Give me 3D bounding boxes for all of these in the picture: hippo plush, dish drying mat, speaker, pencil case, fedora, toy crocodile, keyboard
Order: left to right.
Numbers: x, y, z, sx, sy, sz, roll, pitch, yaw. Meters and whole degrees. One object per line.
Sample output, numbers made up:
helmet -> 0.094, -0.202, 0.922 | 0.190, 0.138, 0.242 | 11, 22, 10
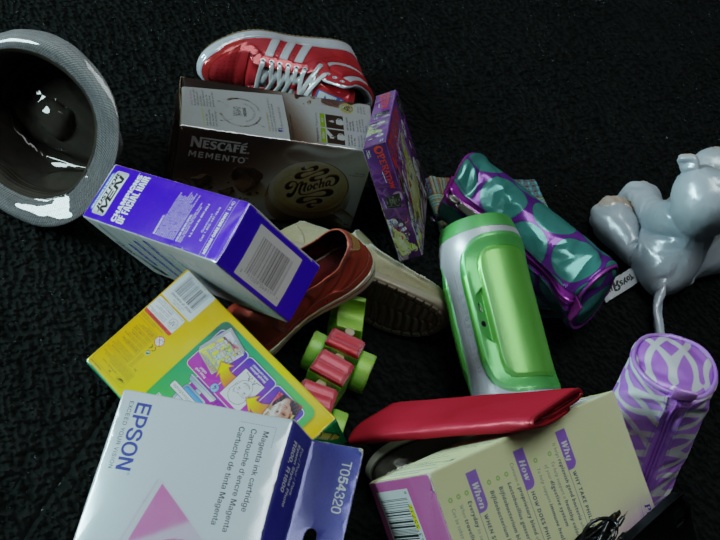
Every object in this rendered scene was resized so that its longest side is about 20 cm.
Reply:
fedora -> -0.302, -0.141, 1.214 | 0.199, 0.178, 0.090 | 29, 16, 14
toy crocodile -> -0.032, 0.103, 1.120 | 0.067, 0.062, 0.201 | 23, 45, 4
dish drying mat -> 0.082, 0.122, 1.021 | 0.077, 0.199, 0.018 | -22, 98, -46
speaker -> 0.131, 0.051, 1.176 | 0.088, 0.088, 0.202 | -3, 69, -22
pencil case -> 0.168, -0.030, 1.272 | 0.200, 0.085, 0.092 | 41, 31, 21
keyboard -> 0.184, 0.234, 0.952 | 0.199, 0.105, 0.039 | -31, 27, -33
pencil case -> 0.248, 0.150, 1.083 | 0.083, 0.201, 0.086 | 12, 37, 6
hippo plush -> 0.340, -0.066, 1.341 | 0.159, 0.161, 0.200 | 39, 47, 18

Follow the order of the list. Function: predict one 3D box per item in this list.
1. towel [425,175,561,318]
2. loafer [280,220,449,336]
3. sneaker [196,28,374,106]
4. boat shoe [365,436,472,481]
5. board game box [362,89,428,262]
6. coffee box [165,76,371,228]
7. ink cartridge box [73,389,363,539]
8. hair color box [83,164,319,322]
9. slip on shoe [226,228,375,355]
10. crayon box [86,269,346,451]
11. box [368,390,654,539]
towel -> 0.158, -0.028, 1.342 | 0.145, 0.022, 0.201 | 0, 48, -20
loafer -> 0.000, 0.000, 1.220 | 0.199, 0.076, 0.069 | 23, 50, 3
sneaker -> -0.078, -0.210, 1.396 | 0.198, 0.072, 0.113 | -5, 47, -27
boat shoe -> 0.103, 0.179, 1.089 | 0.200, 0.072, 0.061 | 1, 43, -24
board game box -> 0.038, -0.101, 1.258 | 0.032, 0.121, 0.200 | -19, 20, 12
coffee box -> -0.096, -0.119, 1.273 | 0.198, 0.113, 0.080 | 7, 46, -14
ink cartridge box -> -0.114, 0.200, 0.941 | 0.198, 0.043, 0.198 | 7, 61, 11
hair color box -> -0.144, -0.027, 1.105 | 0.199, 0.109, 0.065 | 16, 71, 42
slip on shoe -> -0.078, 0.027, 1.135 | 0.199, 0.061, 0.074 | -33, 49, -5
crayon box -> -0.123, 0.109, 1.048 | 0.119, 0.058, 0.200 | -42, 66, -12
box -> 0.134, 0.215, 0.997 | 0.199, 0.097, 0.177 | -18, 87, -31
